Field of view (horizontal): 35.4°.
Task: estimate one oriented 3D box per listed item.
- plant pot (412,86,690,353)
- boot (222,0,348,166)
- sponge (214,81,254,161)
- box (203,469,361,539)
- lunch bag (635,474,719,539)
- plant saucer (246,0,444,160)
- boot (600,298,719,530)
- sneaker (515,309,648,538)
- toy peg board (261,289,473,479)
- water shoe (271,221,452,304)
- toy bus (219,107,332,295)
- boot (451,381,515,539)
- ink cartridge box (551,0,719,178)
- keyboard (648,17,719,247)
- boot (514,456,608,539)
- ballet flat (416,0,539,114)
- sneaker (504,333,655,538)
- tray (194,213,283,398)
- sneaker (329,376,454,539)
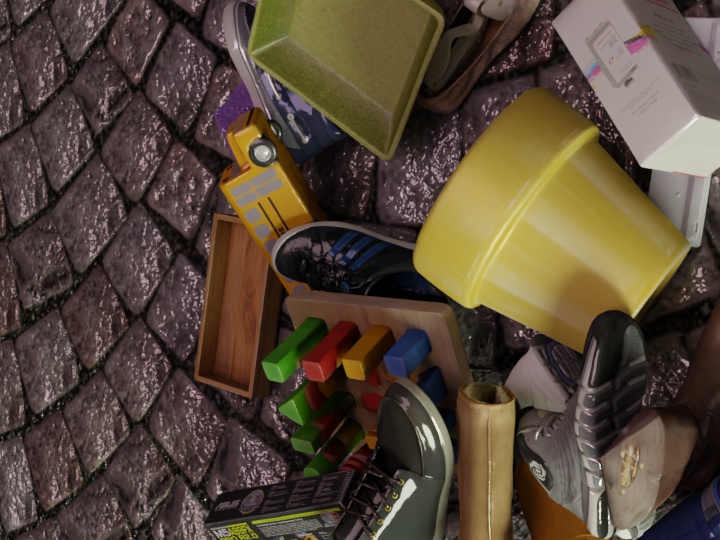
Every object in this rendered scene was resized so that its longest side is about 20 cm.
[{"bbox_3d":[0.177,-0.027,0.994,0.188,0.200,0.202,37,112,16],"label":"plant pot"},{"bbox_3d":[-0.079,-0.218,1.237,0.090,0.073,0.202,-24,84,27],"label":"boot"},{"bbox_3d":[-0.083,-0.199,1.295,0.200,0.030,0.112,-43,65,30],"label":"sponge"},{"bbox_3d":[-0.044,0.290,1.187,0.198,0.044,0.161,-18,120,37],"label":"box"},{"bbox_3d":[0.334,0.253,0.889,0.132,0.135,0.201,-47,64,28],"label":"lunch bag"},{"bbox_3d":[-0.010,-0.239,1.118,0.199,0.048,0.201,38,143,12],"label":"plant saucer"},{"bbox_3d":[0.262,0.106,0.908,0.064,0.199,0.189,16,99,36],"label":"boot"},{"bbox_3d":[0.175,0.119,0.950,0.115,0.074,0.203,22,120,48],"label":"sneaker"},{"bbox_3d":[0.009,0.136,1.116,0.197,0.098,0.202,5,125,38],"label":"toy peg board"},{"bbox_3d":[0.000,0.000,1.144,0.197,0.079,0.072,6,118,9],"label":"water shoe"},{"bbox_3d":[-0.086,-0.069,1.203,0.078,0.065,0.201,-26,113,14],"label":"toy bus"},{"bbox_3d":[0.115,0.203,1.048,0.065,0.175,0.203,-3,96,-6],"label":"boot"},{"bbox_3d":[0.244,-0.182,0.973,0.067,0.116,0.202,-42,60,34],"label":"ink cartridge box"},{"bbox_3d":[0.293,-0.125,1.011,0.056,0.011,0.203,12,96,43],"label":"keyboard"},{"bbox_3d":[0.176,0.256,1.007,0.071,0.143,0.203,-40,66,25],"label":"boot"},{"bbox_3d":[0.116,-0.240,1.114,0.068,0.067,0.201,44,115,29],"label":"ballet flat"},{"bbox_3d":[0.205,0.158,1.048,0.087,0.074,0.202,-52,56,45],"label":"sneaker"},{"bbox_3d":[-0.140,0.040,1.332,0.098,0.037,0.203,12,97,37],"label":"tray"},{"bbox_3d":[0.024,0.198,1.028,0.075,0.105,0.202,33,139,44],"label":"sneaker"}]
